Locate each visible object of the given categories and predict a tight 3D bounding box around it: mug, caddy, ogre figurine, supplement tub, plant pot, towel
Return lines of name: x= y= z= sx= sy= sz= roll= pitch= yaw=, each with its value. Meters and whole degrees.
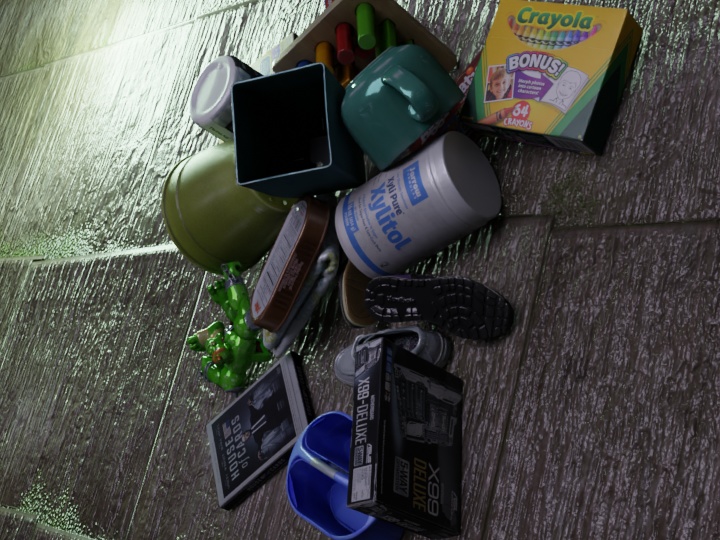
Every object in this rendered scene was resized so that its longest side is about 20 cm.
mug: x=0.055 y=-0.231 z=1.565 sx=0.152 sy=0.115 sz=0.185 roll=-43 pitch=3 yaw=-39
caddy: x=-0.015 y=0.264 z=1.509 sx=0.199 sy=0.104 sz=0.143 roll=20 pitch=83 yaw=51
ogre figurine: x=-0.197 y=0.099 z=1.811 sx=0.202 sy=0.097 sz=0.120 roll=-58 pitch=44 yaw=13
supplement tub: x=-0.165 y=-0.245 z=1.895 sx=0.122 sy=0.199 sz=0.124 roll=-26 pitch=50 yaw=36
plant pot: x=-0.071 y=-0.175 z=1.656 sx=0.139 sy=0.200 sz=0.144 roll=-9 pitch=77 yaw=19
supplement tub: x=0.074 y=-0.084 z=1.592 sx=0.199 sy=0.131 sz=0.134 roll=-31 pitch=48 yaw=34
towel: x=-0.085 y=0.005 z=1.738 sx=0.201 sy=0.048 sz=0.172 roll=-57 pitch=23 yaw=29
plant pot: x=-0.170 y=-0.118 z=1.803 sx=0.192 sy=0.198 sz=0.204 roll=-26 pitch=50 yaw=49

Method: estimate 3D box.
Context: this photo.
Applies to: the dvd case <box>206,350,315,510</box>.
dvd case: x=-0.147 y=0.234 z=1.740 sx=0.200 sy=0.025 sz=0.152 roll=-41 pitch=43 yaw=23

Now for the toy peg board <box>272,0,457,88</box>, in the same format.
toy peg board: x=0.007 y=-0.275 z=1.708 sx=0.198 sy=0.199 sz=0.099 roll=-38 pitch=33 yaw=27

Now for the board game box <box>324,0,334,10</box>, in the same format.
board game box: x=-0.037 y=-0.314 z=1.818 sx=0.019 sy=0.202 sz=0.104 roll=-7 pitch=48 yaw=-2

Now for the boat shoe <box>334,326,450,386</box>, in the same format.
boat shoe: x=0.027 y=0.107 z=1.581 sx=0.199 sy=0.071 sz=0.071 roll=-14 pitch=58 yaw=43

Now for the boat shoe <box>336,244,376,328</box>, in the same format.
boat shoe: x=0.000 y=0.000 z=1.682 sx=0.065 sy=0.072 sz=0.203 roll=-48 pitch=29 yaw=49

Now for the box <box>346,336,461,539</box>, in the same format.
box: x=0.056 y=0.203 z=1.426 sx=0.049 sy=0.157 sz=0.203 roll=-21 pitch=53 yaw=38

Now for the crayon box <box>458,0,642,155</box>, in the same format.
crayon box: x=0.242 y=-0.252 z=1.531 sx=0.198 sy=0.058 sz=0.175 roll=16 pitch=85 yaw=41

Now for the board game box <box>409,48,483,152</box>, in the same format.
board game box: x=0.150 y=-0.225 z=1.667 sx=0.201 sy=0.019 sz=0.103 roll=-50 pitch=39 yaw=15

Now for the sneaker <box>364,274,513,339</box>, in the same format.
sneaker: x=0.110 y=0.034 z=1.531 sx=0.197 sy=0.087 sz=0.077 roll=11 pitch=103 yaw=25

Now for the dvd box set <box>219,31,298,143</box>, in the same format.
dvd box set: x=-0.173 y=-0.303 z=2.071 sx=0.199 sy=0.029 sz=0.148 roll=-32 pitch=48 yaw=31

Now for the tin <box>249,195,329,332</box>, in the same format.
tin: x=-0.102 y=-0.011 z=1.676 sx=0.202 sy=0.041 sz=0.112 roll=-65 pitch=15 yaw=11
